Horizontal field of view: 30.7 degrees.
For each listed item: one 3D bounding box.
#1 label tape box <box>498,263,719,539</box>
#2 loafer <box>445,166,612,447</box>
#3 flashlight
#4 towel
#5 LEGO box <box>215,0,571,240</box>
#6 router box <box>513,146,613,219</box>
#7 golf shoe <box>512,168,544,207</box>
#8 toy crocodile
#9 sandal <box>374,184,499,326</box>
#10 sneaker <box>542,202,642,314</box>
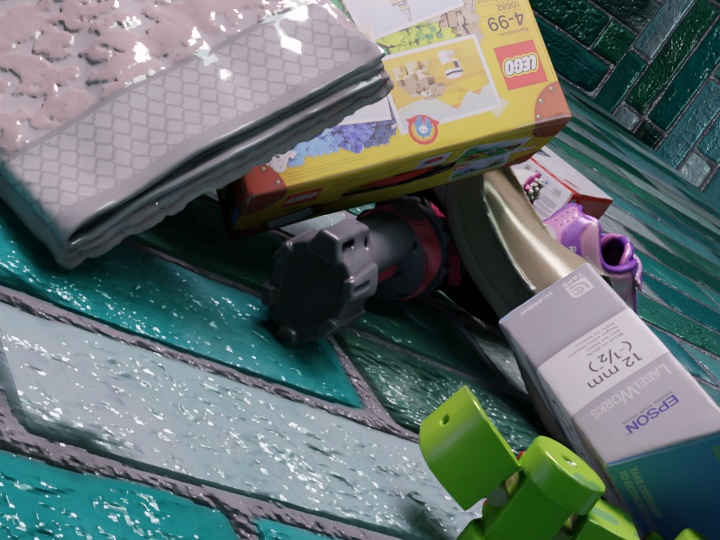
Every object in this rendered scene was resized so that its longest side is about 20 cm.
[{"bbox_3d":[0.157,0.107,0.667,0.144,0.066,0.200,58,3,-33],"label":"label tape box"},{"bbox_3d":[0.120,0.009,0.827,0.075,0.068,0.202,-15,78,-58],"label":"loafer"},{"bbox_3d":[0.000,0.000,0.757,0.068,0.067,0.200,69,21,-4],"label":"flashlight"},{"bbox_3d":[-0.113,-0.113,0.650,0.191,0.199,0.032,46,-26,26],"label":"towel"},{"bbox_3d":[-0.001,-0.120,0.763,0.077,0.198,0.150,132,-60,-69],"label":"LEGO box"},{"bbox_3d":[0.183,-0.126,1.525,0.200,0.049,0.179,41,16,19],"label":"router box"},{"bbox_3d":[0.096,-0.067,1.161,0.091,0.076,0.200,24,9,19],"label":"golf shoe"},{"bbox_3d":[0.109,0.128,0.596,0.199,0.068,0.062,35,14,-5],"label":"toy crocodile"},{"bbox_3d":[0.041,-0.029,0.879,0.075,0.045,0.201,-7,-50,44],"label":"sandal"},{"bbox_3d":[0.179,0.021,0.976,0.200,0.089,0.081,43,2,-40],"label":"sneaker"}]
